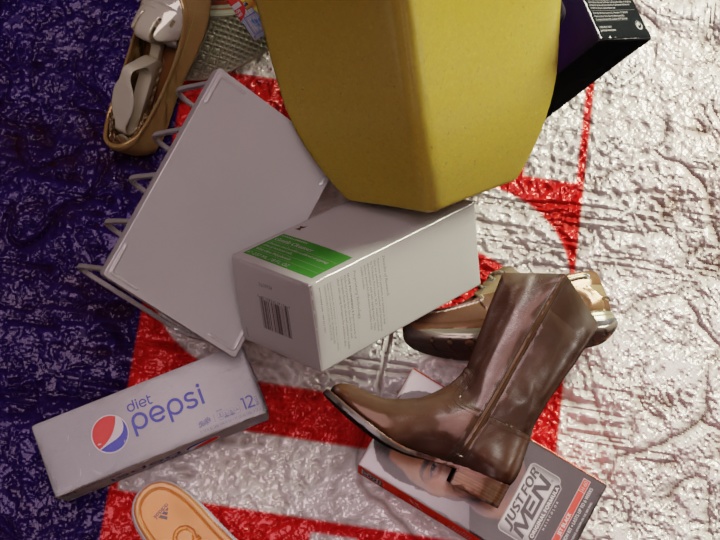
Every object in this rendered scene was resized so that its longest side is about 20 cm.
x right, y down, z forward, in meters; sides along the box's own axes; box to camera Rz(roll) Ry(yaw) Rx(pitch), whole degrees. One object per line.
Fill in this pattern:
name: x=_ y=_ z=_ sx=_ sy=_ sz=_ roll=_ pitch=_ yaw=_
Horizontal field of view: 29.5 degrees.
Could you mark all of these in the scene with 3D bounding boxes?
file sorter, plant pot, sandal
file sorter: x=-0.141 y=-0.050 z=1.211 sx=0.138 sy=0.124 sz=0.202 roll=34 pitch=76 yaw=-25
plant pot: x=0.050 y=-0.163 z=1.162 sx=0.194 sy=0.193 sz=0.203 roll=-22 pitch=112 yaw=-37
sandal: x=-0.125 y=0.264 z=1.183 sx=0.206 sy=0.059 sz=0.079 roll=41 pitch=79 yaw=9

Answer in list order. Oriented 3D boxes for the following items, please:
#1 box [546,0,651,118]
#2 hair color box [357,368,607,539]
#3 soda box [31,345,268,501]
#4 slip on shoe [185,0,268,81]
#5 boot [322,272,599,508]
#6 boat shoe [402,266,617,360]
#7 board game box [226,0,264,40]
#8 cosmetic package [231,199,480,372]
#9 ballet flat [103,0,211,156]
box: x=0.144 y=-0.217 z=1.234 sx=0.078 sy=0.200 sz=0.143 roll=-8 pitch=70 yaw=-40
hair color box: x=0.105 y=0.183 z=1.206 sx=0.198 sy=0.061 sz=0.102 roll=29 pitch=78 yaw=7
soda box: x=-0.183 y=0.135 z=1.212 sx=0.198 sy=0.063 sz=0.069 roll=-22 pitch=79 yaw=-6
slip on shoe: x=-0.122 y=-0.237 z=1.312 sx=0.198 sy=0.075 sz=0.061 roll=-20 pitch=34 yaw=3
boot: x=0.089 y=0.071 z=1.162 sx=0.185 sy=0.064 sz=0.202 roll=30 pitch=84 yaw=-8
boat shoe: x=0.132 y=0.037 z=1.241 sx=0.197 sy=0.076 sz=0.073 roll=-3 pitch=72 yaw=-11
board game box: x=-0.125 y=-0.315 z=1.224 sx=0.061 sy=0.200 sz=0.201 roll=-31 pitch=57 yaw=8
cosmetic package: x=0.000 y=0.000 z=1.177 sx=0.107 sy=0.086 sz=0.199 roll=17 pitch=35 yaw=42
ballet flat: x=-0.187 y=-0.197 z=1.249 sx=0.068 sy=0.063 sz=0.202 roll=26 pitch=109 yaw=24
